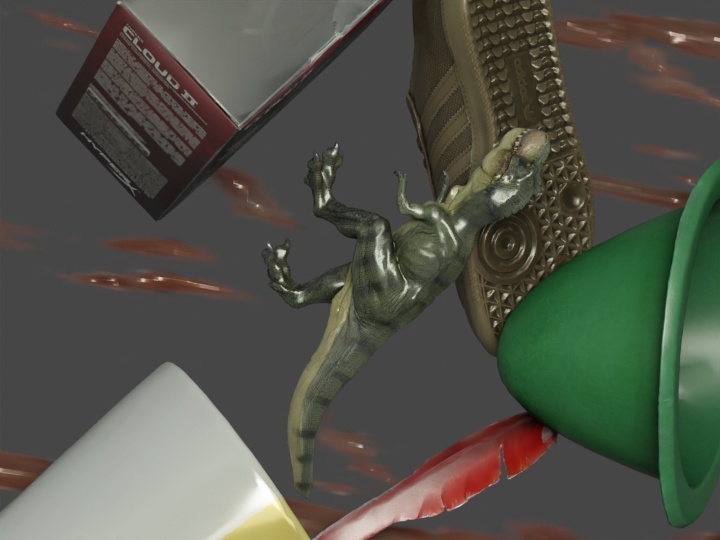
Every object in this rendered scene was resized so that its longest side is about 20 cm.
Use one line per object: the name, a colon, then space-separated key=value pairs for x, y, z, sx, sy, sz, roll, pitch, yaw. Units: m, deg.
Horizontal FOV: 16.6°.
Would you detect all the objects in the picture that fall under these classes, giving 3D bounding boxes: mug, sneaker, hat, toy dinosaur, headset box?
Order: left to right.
mug: x=-0.093 y=0.149 z=1.032 sx=0.153 sy=0.187 sz=0.150 roll=-34 pitch=128 yaw=-11
headset box: x=-0.044 y=-0.115 z=1.082 sx=0.077 sy=0.200 sz=0.149 roll=46 pitch=72 yaw=-2
toy dinosaur: x=0.000 y=0.000 z=1.123 sx=0.088 sy=0.047 sz=0.200 roll=42 pitch=105 yaw=18
sneaker: x=0.061 y=-0.060 z=1.173 sx=0.070 sy=0.076 sz=0.200 roll=-9 pitch=102 yaw=-26
hat: x=0.076 y=0.033 z=1.146 sx=0.176 sy=0.200 sz=0.166 roll=5 pitch=119 yaw=20
